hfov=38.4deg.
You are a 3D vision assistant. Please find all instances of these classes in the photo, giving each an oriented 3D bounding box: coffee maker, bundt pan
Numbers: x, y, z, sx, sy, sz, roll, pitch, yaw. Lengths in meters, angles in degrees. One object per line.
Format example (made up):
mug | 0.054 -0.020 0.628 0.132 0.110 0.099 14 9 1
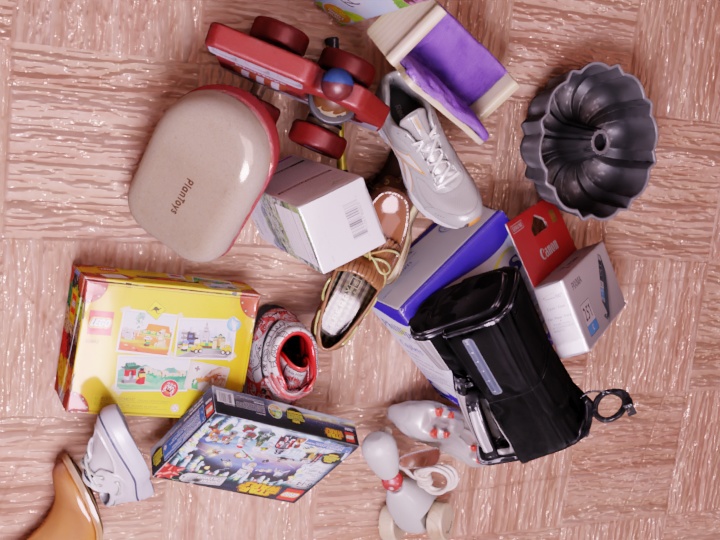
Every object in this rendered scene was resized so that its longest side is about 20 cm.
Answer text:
coffee maker | 0.180 0.101 1.186 0.191 0.135 0.200 -27 113 6
bundt pan | 0.286 -0.165 1.334 0.201 0.076 0.203 -3 97 -29

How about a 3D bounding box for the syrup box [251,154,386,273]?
syrup box | -0.058 -0.067 1.130 0.081 0.200 0.079 -27 112 -16

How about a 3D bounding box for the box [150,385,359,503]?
box | -0.120 0.204 1.186 0.199 0.040 0.137 19 130 -34

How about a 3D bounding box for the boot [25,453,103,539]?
boot | -0.361 0.314 1.148 0.154 0.074 0.201 -14 105 -18

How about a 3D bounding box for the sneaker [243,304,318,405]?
sneaker | -0.103 0.148 1.210 0.067 0.108 0.202 7 99 -27

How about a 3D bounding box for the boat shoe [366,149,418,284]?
boat shoe | 0.034 -0.086 1.242 0.067 0.072 0.201 15 91 -20

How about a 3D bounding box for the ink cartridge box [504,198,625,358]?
ink cartridge box | 0.262 -0.004 1.295 0.200 0.045 0.177 -30 99 -60

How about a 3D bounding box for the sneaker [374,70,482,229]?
sneaker | 0.071 -0.137 1.169 0.076 0.092 0.200 -33 78 -6

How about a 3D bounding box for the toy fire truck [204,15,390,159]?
toy fire truck | -0.064 -0.199 1.099 0.199 0.168 0.113 23 92 -3

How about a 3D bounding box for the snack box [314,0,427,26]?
snack box | -0.015 -0.346 1.084 0.168 0.200 0.068 37 76 -26

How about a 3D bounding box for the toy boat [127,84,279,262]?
toy boat | -0.156 -0.114 1.114 0.130 0.131 0.200 36 129 0

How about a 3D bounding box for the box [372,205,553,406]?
box | 0.138 0.047 1.304 0.184 0.105 0.200 -44 116 -11

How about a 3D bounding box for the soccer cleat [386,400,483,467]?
soccer cleat | 0.113 0.208 1.356 0.200 0.077 0.070 32 73 -47

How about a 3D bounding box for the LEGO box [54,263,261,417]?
LEGO box | -0.226 0.081 1.153 0.199 0.077 0.150 7 99 -26

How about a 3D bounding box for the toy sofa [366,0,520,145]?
toy sofa | 0.105 -0.231 1.178 0.083 0.098 0.200 -43 145 15

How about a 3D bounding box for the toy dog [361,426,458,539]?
toy dog | 0.062 0.263 1.320 0.131 0.097 0.201 11 134 9

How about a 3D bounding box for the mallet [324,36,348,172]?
mallet | -0.030 -0.169 1.218 0.041 0.066 0.201 -7 90 -25

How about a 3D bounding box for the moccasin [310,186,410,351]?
moccasin | -0.001 -0.001 1.184 0.073 0.078 0.202 31 97 -6

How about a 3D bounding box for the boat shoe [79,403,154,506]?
boat shoe | -0.268 0.214 1.118 0.067 0.074 0.200 -25 149 -16
